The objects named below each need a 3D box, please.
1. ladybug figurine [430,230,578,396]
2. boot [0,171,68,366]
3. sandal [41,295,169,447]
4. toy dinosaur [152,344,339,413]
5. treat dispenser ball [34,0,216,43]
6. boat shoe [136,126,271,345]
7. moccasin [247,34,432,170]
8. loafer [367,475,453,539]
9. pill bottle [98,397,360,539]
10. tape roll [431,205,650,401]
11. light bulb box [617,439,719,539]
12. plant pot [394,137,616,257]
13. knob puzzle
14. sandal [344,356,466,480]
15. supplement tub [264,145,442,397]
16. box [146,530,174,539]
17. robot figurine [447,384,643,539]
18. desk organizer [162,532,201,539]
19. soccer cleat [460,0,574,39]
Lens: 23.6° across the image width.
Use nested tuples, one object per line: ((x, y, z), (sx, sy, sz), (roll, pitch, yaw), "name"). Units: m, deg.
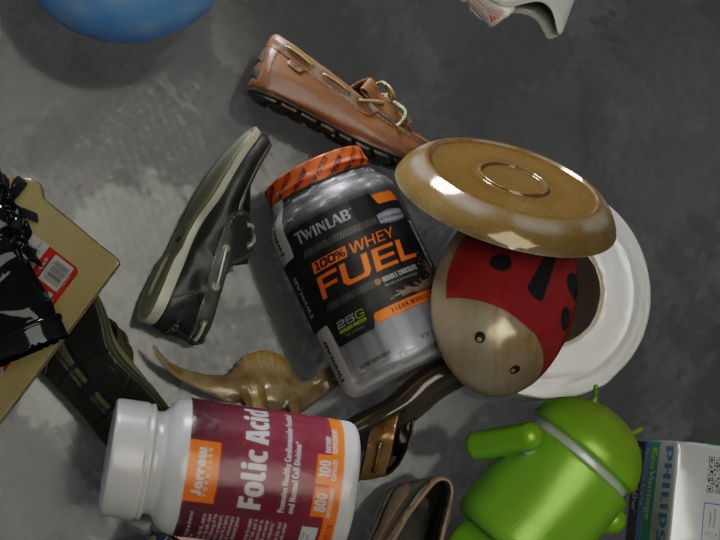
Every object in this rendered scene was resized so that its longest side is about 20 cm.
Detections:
((0.133, 0.017, 1.478), (0.136, 0.072, 0.200), (38, 49, -18), "ladybug figurine")
((-0.349, 0.013, 1.418), (0.198, 0.073, 0.163), (-23, 85, -2), "boot")
((-0.227, 0.082, 1.487), (0.080, 0.057, 0.201), (-33, 87, 11), "sandal")
((-0.095, 0.118, 1.531), (0.200, 0.058, 0.101), (4, 69, -22), "toy dinosaur")
((-0.200, -0.293, 1.458), (0.200, 0.201, 0.201), (1, 84, -15), "treat dispenser ball")
((-0.126, -0.032, 1.523), (0.068, 0.072, 0.200), (28, 82, -18), "boat shoe")
((-0.003, -0.149, 1.563), (0.201, 0.074, 0.078), (27, 82, -10), "moccasin")
((0.035, 0.258, 1.490), (0.072, 0.063, 0.200), (38, 43, -20), "loafer")
((-0.108, 0.166, 1.411), (0.200, 0.114, 0.114), (9, 82, -10), "pill bottle")
((0.164, 0.020, 1.593), (0.202, 0.071, 0.203), (1, 84, -14), "tape roll")
((0.348, 0.263, 1.590), (0.200, 0.125, 0.199), (9, 83, -13), "light bulb box")
((0.129, -0.070, 1.486), (0.200, 0.200, 0.028), (10, 116, -14), "plant pot")
((-0.331, 0.005, 1.468), (0.219, 0.030, 0.220), (-1, 86, 6), "knob puzzle")
((0.024, 0.147, 1.513), (0.200, 0.082, 0.055), (-35, 73, 1), "sandal")
((0.000, 0.000, 1.515), (0.122, 0.123, 0.200), (-24, 82, -16), "supplement tub")
((-0.117, 0.321, 1.428), (0.200, 0.038, 0.137), (32, 76, -24), "box")
((0.169, 0.198, 1.529), (0.200, 0.116, 0.175), (-50, 126, -4), "robot figurine")
((-0.147, 0.274, 1.484), (0.077, 0.072, 0.200), (27, 78, -9), "desk organizer")
((0.110, -0.274, 1.610), (0.200, 0.069, 0.085), (13, 77, -18), "soccer cleat")
